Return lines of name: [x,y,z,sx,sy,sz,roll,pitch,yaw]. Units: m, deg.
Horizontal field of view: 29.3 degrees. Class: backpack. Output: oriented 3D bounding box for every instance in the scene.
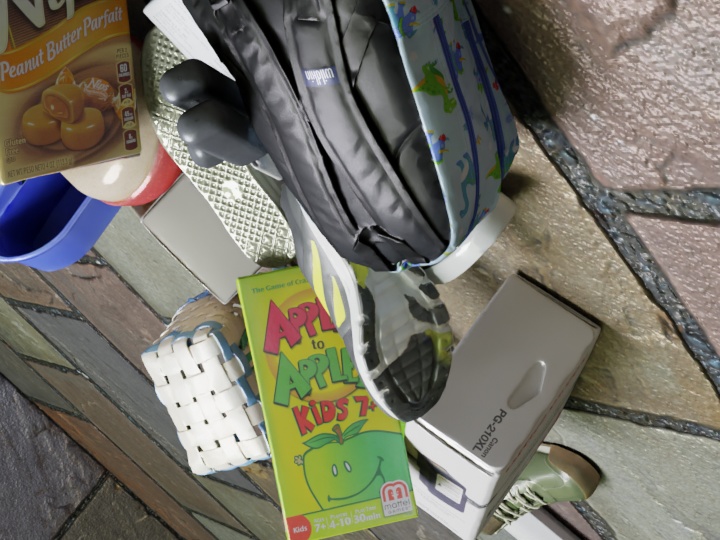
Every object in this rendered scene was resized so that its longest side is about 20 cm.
backpack: [0.010,-0.097,0.804,0.162,0.153,0.202,-7,107,39]

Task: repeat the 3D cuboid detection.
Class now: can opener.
can opener: [-0.087,-0.086,0.871,0.053,0.066,0.200,64,-176,6]

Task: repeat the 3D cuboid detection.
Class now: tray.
tray: [0.204,0.287,1.471,0.199,0.022,0.107,40,159,-4]

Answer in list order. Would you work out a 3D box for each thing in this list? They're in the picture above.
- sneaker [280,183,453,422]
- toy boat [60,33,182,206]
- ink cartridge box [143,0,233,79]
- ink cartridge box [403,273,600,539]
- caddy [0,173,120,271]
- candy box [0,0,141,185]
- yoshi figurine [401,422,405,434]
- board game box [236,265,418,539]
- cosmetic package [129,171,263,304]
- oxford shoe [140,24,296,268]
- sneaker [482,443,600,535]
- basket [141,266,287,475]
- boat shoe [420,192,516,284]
sneaker: [0.004,0.009,0.970,0.084,0.074,0.202,0,111,68]
toy boat: [-0.178,-0.127,1.113,0.129,0.132,0.200,3,-162,-29]
ink cartridge box: [-0.029,-0.161,0.903,0.163,0.057,0.199,46,138,-20]
ink cartridge box: [0.104,0.113,1.089,0.084,0.145,0.201,33,159,13]
caddy: [-0.285,-0.097,1.237,0.141,0.201,0.105,34,175,15]
candy box: [-0.219,-0.170,0.939,0.055,0.115,0.203,15,115,44]
yoshi figurine: [0.031,0.126,1.290,0.111,0.114,0.200,8,175,6]
board game box: [-0.026,0.095,1.042,0.048,0.100,0.203,176,82,-84]
cosmetic package: [-0.140,-0.041,1.194,0.105,0.071,0.200,45,176,-12]
oxford shoe: [-0.099,-0.096,1.021,0.074,0.058,0.201,-20,111,27]
sneaker: [0.145,0.219,1.324,0.067,0.090,0.199,45,158,-18]
basket: [-0.093,0.087,1.256,0.138,0.200,0.178,-20,102,27]
boat shoe: [0.041,-0.033,0.991,0.064,0.071,0.200,41,161,-14]
